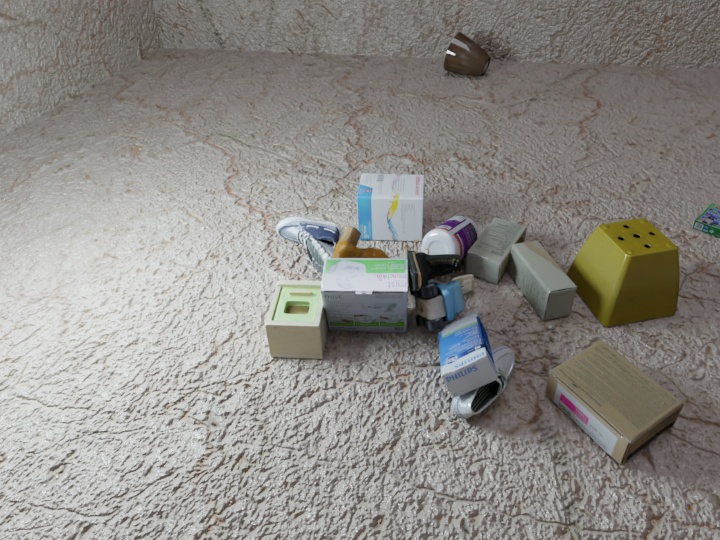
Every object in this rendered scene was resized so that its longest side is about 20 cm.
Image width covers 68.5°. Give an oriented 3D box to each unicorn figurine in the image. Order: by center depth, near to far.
[{"bbox_3d":[0.152,0.007,1.368,0.071,0.141,0.201,-7,22,10],"label":"unicorn figurine"}]

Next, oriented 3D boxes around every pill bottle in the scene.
[{"bbox_3d":[0.253,-0.080,1.449,0.110,0.116,0.199,20,29,27],"label":"pill bottle"}]

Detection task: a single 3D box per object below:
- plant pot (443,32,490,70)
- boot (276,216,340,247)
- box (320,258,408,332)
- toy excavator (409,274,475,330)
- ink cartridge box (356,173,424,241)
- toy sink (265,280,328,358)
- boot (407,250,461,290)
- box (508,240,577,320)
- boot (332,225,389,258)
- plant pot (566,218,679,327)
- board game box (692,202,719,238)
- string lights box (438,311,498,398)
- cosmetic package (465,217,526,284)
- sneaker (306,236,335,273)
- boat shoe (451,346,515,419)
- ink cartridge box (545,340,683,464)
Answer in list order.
[{"bbox_3d":[0.550,-1.070,2.673,0.197,0.190,0.187,30,46,16],"label":"plant pot"},{"bbox_3d":[-0.158,-0.105,1.555,0.193,0.075,0.091,1,32,4],"label":"boot"},{"bbox_3d":[0.014,0.062,1.237,0.193,0.179,0.099,0,54,5],"label":"box"},{"bbox_3d":[0.217,0.062,1.282,0.194,0.103,0.194,-14,6,-11],"label":"toy excavator"},{"bbox_3d":[0.094,-0.191,1.588,0.193,0.150,0.149,2,37,7],"label":"ink cartridge box"},{"bbox_3d":[-0.142,0.097,1.267,0.126,0.115,0.203,2,38,5],"label":"toy sink"},{"bbox_3d":[0.176,-0.008,1.213,0.133,0.080,0.201,0,18,3],"label":"boot"},{"bbox_3d":[0.455,0.022,1.340,0.075,0.097,0.202,-9,40,-9],"label":"box"},{"bbox_3d":[0.000,0.000,1.358,0.070,0.200,0.147,-5,54,47],"label":"boot"},{"bbox_3d":[0.653,-0.010,1.297,0.193,0.181,0.202,-9,37,-7],"label":"plant pot"},{"bbox_3d":[1.095,-0.123,1.533,0.133,0.030,0.198,-29,45,-31],"label":"board game box"},{"bbox_3d":[0.222,0.171,1.116,0.101,0.060,0.201,-26,16,16],"label":"string lights box"},{"bbox_3d":[0.376,-0.058,1.462,0.103,0.073,0.200,22,44,28],"label":"cosmetic package"},{"bbox_3d":[-0.060,-0.032,1.445,0.113,0.076,0.200,-21,51,-30],"label":"sneaker"},{"bbox_3d":[0.271,0.233,1.088,0.200,0.074,0.066,-43,10,-27],"label":"boat shoe"},{"bbox_3d":[0.498,0.255,1.054,0.161,0.077,0.200,-22,42,-20],"label":"ink cartridge box"}]
